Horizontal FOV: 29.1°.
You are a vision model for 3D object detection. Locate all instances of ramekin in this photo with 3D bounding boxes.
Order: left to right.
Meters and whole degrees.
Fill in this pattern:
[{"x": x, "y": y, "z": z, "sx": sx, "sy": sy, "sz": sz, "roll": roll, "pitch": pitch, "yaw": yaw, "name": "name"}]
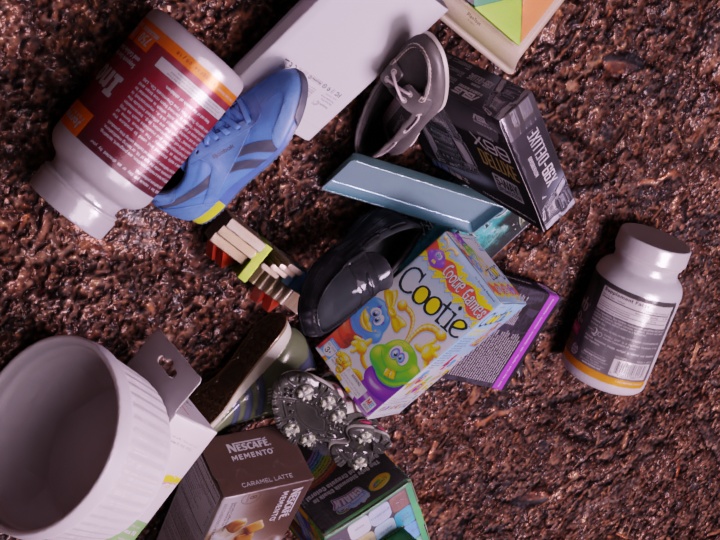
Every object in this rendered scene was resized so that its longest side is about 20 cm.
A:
[{"x": -0.280, "y": 0.174, "z": 1.370, "sx": 0.201, "sy": 0.200, "sz": 0.105, "roll": -52, "pitch": 141, "yaw": 3, "name": "ramekin"}]

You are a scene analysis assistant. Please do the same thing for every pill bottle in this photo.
[{"x": -0.210, "y": -0.132, "z": 1.284, "sx": 0.200, "sy": 0.113, "sz": 0.113, "roll": -50, "pitch": 133, "yaw": 1, "name": "pill bottle"}, {"x": 0.342, "y": 0.049, "z": 1.777, "sx": 0.116, "sy": 0.116, "sz": 0.201, "roll": 4, "pitch": 114, "yaw": -36, "name": "pill bottle"}]

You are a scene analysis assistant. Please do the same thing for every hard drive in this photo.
[{"x": -0.025, "y": -0.222, "z": 1.366, "sx": 0.200, "sy": 0.027, "sz": 0.132, "roll": -41, "pitch": 142, "yaw": 20, "name": "hard drive"}]

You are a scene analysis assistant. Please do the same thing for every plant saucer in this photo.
[{"x": 0.059, "y": -0.085, "z": 1.518, "sx": 0.199, "sy": 0.019, "sz": 0.070, "roll": 16, "pitch": 149, "yaw": -26, "name": "plant saucer"}]

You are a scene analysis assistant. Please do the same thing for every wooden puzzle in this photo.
[{"x": 0.167, "y": -0.330, "z": 1.479, "sx": 0.185, "sy": 0.037, "sz": 0.201, "roll": 30, "pitch": 97, "yaw": -42, "name": "wooden puzzle"}]

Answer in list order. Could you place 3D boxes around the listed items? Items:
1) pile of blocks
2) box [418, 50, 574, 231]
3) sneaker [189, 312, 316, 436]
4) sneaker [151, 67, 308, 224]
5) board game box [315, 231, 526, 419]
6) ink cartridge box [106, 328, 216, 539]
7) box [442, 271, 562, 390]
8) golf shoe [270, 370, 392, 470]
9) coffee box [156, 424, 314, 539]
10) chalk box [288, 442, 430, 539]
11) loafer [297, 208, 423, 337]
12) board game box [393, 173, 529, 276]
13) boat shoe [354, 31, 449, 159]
[{"x": -0.096, "y": 0.010, "z": 1.471, "sx": 0.062, "sy": 0.082, "sz": 0.200, "roll": -51, "pitch": 133, "yaw": 2, "name": "pile of blocks"}, {"x": 0.123, "y": -0.145, "z": 1.449, "sx": 0.050, "sy": 0.200, "sz": 0.158, "roll": -41, "pitch": 133, "yaw": -13, "name": "box"}, {"x": -0.127, "y": 0.147, "z": 1.540, "sx": 0.200, "sy": 0.067, "sz": 0.090, "roll": -48, "pitch": 127, "yaw": -5, "name": "sneaker"}, {"x": -0.132, "y": -0.125, "z": 1.345, "sx": 0.078, "sy": 0.066, "sz": 0.200, "roll": 25, "pitch": 121, "yaw": -41, "name": "sneaker"}, {"x": 0.067, "y": 0.061, "z": 1.545, "sx": 0.200, "sy": 0.103, "sz": 0.105, "roll": -42, "pitch": 164, "yaw": 15, "name": "board game box"}, {"x": -0.229, "y": 0.175, "z": 1.453, "sx": 0.200, "sy": 0.117, "sz": 0.067, "roll": -52, "pitch": 134, "yaw": 4, "name": "ink cartridge box"}, {"x": 0.148, "y": 0.068, "z": 1.686, "sx": 0.199, "sy": 0.036, "sz": 0.143, "roll": 15, "pitch": 110, "yaw": -50, "name": "box"}, {"x": -0.045, "y": 0.151, "z": 1.539, "sx": 0.077, "sy": 0.088, "sz": 0.200, "roll": -34, "pitch": 140, "yaw": 10, "name": "golf shoe"}, {"x": -0.143, "y": 0.268, "z": 1.552, "sx": 0.114, "sy": 0.080, "sz": 0.201, "roll": -8, "pitch": 142, "yaw": -32, "name": "coffee box"}, {"x": -0.005, "y": 0.286, "z": 1.620, "sx": 0.124, "sy": 0.200, "sz": 0.124, "roll": -30, "pitch": 130, "yaw": -15, "name": "chalk box"}, {"x": 0.000, "y": 0.000, "z": 1.470, "sx": 0.201, "sy": 0.070, "sz": 0.068, "roll": -50, "pitch": 138, "yaw": -43, "name": "loafer"}, {"x": 0.117, "y": -0.055, "z": 1.616, "sx": 0.200, "sy": 0.028, "sz": 0.135, "roll": -42, "pitch": 132, "yaw": -6, "name": "board game box"}, {"x": 0.039, "y": -0.168, "z": 1.413, "sx": 0.057, "sy": 0.067, "sz": 0.200, "roll": -30, "pitch": 166, "yaw": -22, "name": "boat shoe"}]
